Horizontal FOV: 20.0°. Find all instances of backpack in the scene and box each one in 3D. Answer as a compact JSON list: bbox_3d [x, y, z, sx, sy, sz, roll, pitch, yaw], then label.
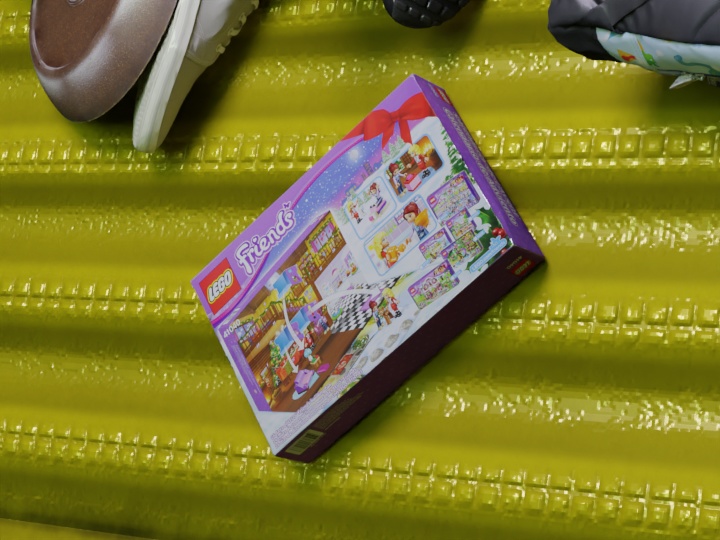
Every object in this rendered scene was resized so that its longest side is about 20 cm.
[{"bbox_3d":[0.217,-0.164,1.049,0.200,0.153,0.164,12,79,59],"label":"backpack"}]

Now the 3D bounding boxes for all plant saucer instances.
[{"bbox_3d":[-0.173,-0.199,1.365,0.200,0.032,0.202,-30,52,47],"label":"plant saucer"}]

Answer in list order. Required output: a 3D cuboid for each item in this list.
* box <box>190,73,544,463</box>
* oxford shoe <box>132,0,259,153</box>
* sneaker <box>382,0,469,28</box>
[{"bbox_3d":[0.000,0.000,1.217,0.200,0.039,0.137,-41,57,21],"label":"box"},{"bbox_3d":[-0.099,-0.167,1.326,0.201,0.057,0.075,-69,21,8],"label":"oxford shoe"},{"bbox_3d":[0.039,-0.240,1.247,0.087,0.075,0.202,-2,72,51],"label":"sneaker"}]
